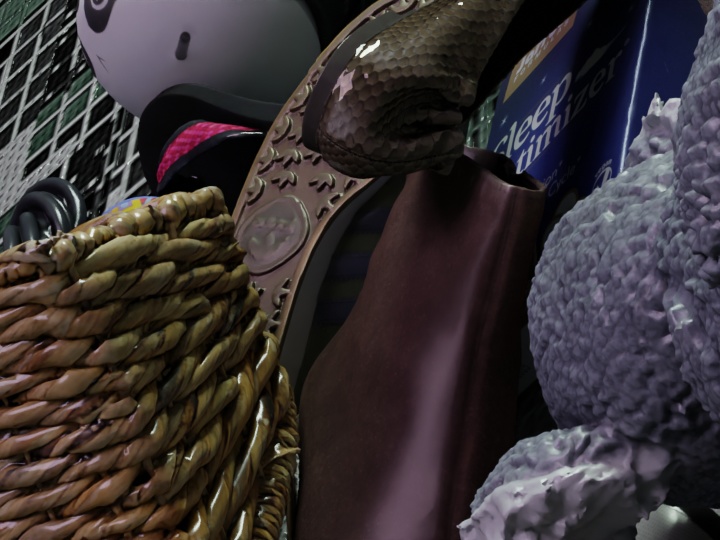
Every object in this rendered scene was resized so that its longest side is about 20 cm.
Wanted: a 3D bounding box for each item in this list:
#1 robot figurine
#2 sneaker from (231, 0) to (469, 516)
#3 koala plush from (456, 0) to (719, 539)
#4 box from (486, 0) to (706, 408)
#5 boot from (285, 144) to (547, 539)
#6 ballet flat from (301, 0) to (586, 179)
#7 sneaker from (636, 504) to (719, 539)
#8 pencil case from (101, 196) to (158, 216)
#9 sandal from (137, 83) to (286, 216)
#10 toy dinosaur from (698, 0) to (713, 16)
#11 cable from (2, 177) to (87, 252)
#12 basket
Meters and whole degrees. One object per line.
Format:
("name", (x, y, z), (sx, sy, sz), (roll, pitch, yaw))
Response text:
("robot figurine", (-0.059, -0.155, 1.196), (0.125, 0.150, 0.200), (-7, 48, 36))
("sneaker", (0.000, 0.000, 0.926), (0.067, 0.090, 0.200), (12, 68, 41))
("koala plush", (0.113, 0.004, 0.636), (0.200, 0.184, 0.178), (-22, 37, 55))
("box", (0.082, -0.053, 0.898), (0.121, 0.032, 0.200), (-48, 19, 46))
("boot", (0.021, 0.052, 0.780), (0.200, 0.072, 0.167), (-127, 52, -69))
("ballet flat", (0.052, -0.085, 0.832), (0.200, 0.046, 0.067), (-42, -27, -44))
("sneaker", (0.073, 0.123, 0.653), (0.074, 0.079, 0.200), (-40, 26, 28))
("pencil case", (-0.075, 0.045, 1.008), (0.200, 0.078, 0.087), (-98, 30, -57))
("sandal", (-0.051, -0.040, 1.085), (0.045, 0.075, 0.200), (-44, 23, -23))
("toy dinosaur", (0.138, -0.110, 0.780), (0.102, 0.077, 0.200), (-51, 24, -7))
("cable", (-0.144, 0.051, 1.078), (0.200, 0.051, 0.164), (-90, 12, -72))
("basket", (-0.117, 0.073, 0.833), (0.200, 0.149, 0.143), (-20, 2, 26))
